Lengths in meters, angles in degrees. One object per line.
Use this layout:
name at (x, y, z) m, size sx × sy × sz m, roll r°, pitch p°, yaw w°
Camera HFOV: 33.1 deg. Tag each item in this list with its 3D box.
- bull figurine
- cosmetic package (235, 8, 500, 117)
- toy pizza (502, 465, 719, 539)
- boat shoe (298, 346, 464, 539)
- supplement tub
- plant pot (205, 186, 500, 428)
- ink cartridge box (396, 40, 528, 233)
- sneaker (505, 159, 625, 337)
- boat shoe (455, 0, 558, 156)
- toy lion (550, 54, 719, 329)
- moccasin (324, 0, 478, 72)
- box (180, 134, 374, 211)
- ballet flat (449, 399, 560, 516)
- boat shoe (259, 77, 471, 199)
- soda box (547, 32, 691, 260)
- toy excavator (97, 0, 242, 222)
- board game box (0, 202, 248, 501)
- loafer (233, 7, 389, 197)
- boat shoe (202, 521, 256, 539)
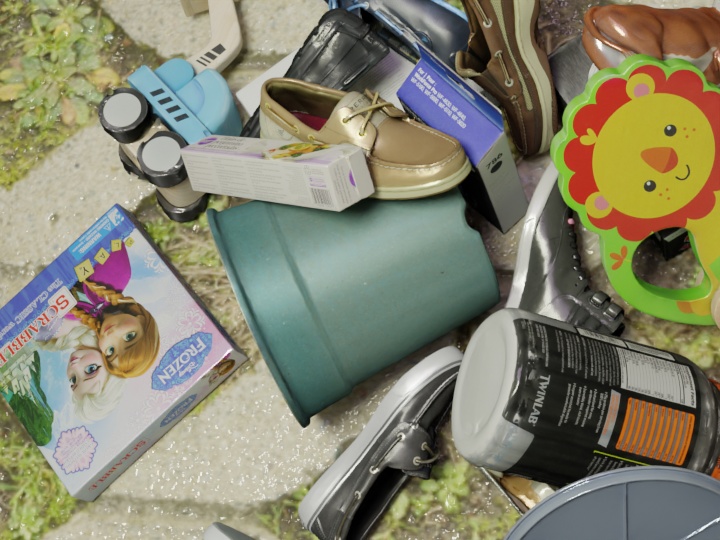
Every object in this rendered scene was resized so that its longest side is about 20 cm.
bull figurine at (0.269, -0.176, 1.003) m, size 0.199 × 0.065 × 0.122 m, roll -6°, pitch 64°, yaw -30°
cosmetic package at (0.005, -0.159, 1.129) m, size 0.200 × 0.052 × 0.151 m, roll -35°, pitch 65°, yaw 4°
toy pizza at (0.194, 0.213, 0.902) m, size 0.200 × 0.200 × 0.032 m, roll -22°, pitch 34°, yaw 9°
boat shoe at (0.032, 0.155, 1.012) m, size 0.200 × 0.070 × 0.066 m, roll -47°, pitch 60°, yaw 1°
supplement tub at (0.180, 0.109, 0.921) m, size 0.199 × 0.122 × 0.123 m, roll 17°, pitch 77°, yaw -14°
plant pot at (0.000, 0.000, 1.015) m, size 0.196 × 0.200 × 0.201 m, roll -25°, pitch 68°, yaw 0°
ink cartridge box at (0.085, -0.105, 1.008) m, size 0.039 × 0.200 × 0.099 m, roll -43°, pitch 66°, yaw -4°
sneaker at (0.180, 0.006, 1.021) m, size 0.099 × 0.071 × 0.201 m, roll 11°, pitch 83°, yaw 17°
boat shoe at (0.115, -0.182, 1.032) m, size 0.075 × 0.203 × 0.075 m, roll -20°, pitch 34°, yaw -6°
toy lion at (0.238, -0.060, 0.937) m, size 0.191 × 0.069 × 0.201 m, roll 9°, pitch 110°, yaw -1°
moccasin at (0.009, -0.230, 1.081) m, size 0.200 × 0.080 × 0.068 m, roll 29°, pitch 87°, yaw 23°
box at (-0.071, -0.080, 0.971) m, size 0.039 × 0.042 × 0.200 m, roll -31°, pitch 26°, yaw -34°
ballet flat at (0.142, 0.165, 0.980) m, size 0.072 × 0.072 × 0.200 m, roll -42°, pitch 67°, yaw 1°
boat shoe at (-0.005, -0.108, 0.958) m, size 0.200 × 0.067 × 0.074 m, roll 15°, pitch 44°, yaw 32°
soda box at (0.234, -0.112, 1.041) m, size 0.071 × 0.063 × 0.200 m, roll -33°, pitch 68°, yaw 5°
toy excavator at (-0.158, -0.177, 1.171) m, size 0.200 × 0.100 × 0.195 m, roll -39°, pitch 68°, yaw -12°
board game box at (-0.240, 0.074, 1.135) m, size 0.200 × 0.041 × 0.200 m, roll -43°, pitch 67°, yaw 1°
loafer at (-0.052, -0.136, 1.068) m, size 0.070 × 0.068 × 0.201 m, roll 35°, pitch 112°, yaw -11°
boat shoe at (-0.065, 0.297, 1.005) m, size 0.202 × 0.075 × 0.086 m, roll 34°, pitch 88°, yaw 13°
